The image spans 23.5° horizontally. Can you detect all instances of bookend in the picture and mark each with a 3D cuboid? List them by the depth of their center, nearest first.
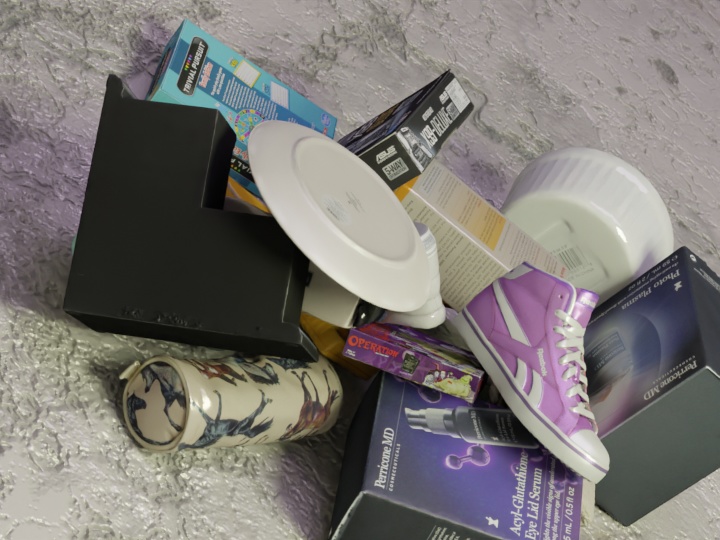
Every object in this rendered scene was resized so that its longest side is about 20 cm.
[{"bbox_3d":[-0.122,-0.042,1.416,0.197,0.202,0.092,7,-11,9],"label":"bookend"}]

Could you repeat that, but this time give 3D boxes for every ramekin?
[{"bbox_3d":[0.236,-0.024,1.905,0.200,0.201,0.098,42,39,1],"label":"ramekin"}]

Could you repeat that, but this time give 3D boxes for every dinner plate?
[{"bbox_3d":[-0.010,-0.052,1.411,0.200,0.024,0.201,35,29,-22],"label":"dinner plate"}]

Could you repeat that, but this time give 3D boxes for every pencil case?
[{"bbox_3d":[-0.109,0.106,1.464,0.199,0.078,0.089,-1,39,-49],"label":"pencil case"}]

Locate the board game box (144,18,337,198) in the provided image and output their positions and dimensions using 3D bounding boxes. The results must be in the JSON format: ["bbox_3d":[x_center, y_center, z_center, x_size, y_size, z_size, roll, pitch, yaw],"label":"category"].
[{"bbox_3d":[-0.124,-0.158,1.805,0.199,0.047,0.151,32,33,-15],"label":"board game box"}]

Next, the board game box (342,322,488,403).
[{"bbox_3d":[0.055,0.077,1.537,0.119,0.033,0.200,16,3,6],"label":"board game box"}]

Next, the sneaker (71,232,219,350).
[{"bbox_3d":[-0.147,0.017,1.508,0.199,0.078,0.140,12,28,-39],"label":"sneaker"}]

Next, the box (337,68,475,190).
[{"bbox_3d":[0.017,-0.113,1.716,0.050,0.157,0.200,55,29,-10],"label":"box"}]

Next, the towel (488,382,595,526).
[{"bbox_3d":[0.171,0.135,1.615,0.200,0.034,0.133,55,30,-36],"label":"towel"}]

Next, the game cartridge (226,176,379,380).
[{"bbox_3d":[-0.061,0.010,1.613,0.201,0.032,0.176,55,5,19],"label":"game cartridge"}]

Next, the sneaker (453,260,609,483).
[{"bbox_3d":[0.171,0.076,1.470,0.201,0.114,0.073,55,12,27],"label":"sneaker"}]

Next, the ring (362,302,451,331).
[{"bbox_3d":[0.096,0.065,1.732,0.199,0.019,0.201,16,18,-6],"label":"ring"}]

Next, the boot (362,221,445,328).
[{"bbox_3d":[0.000,0.000,1.579,0.073,0.096,0.199,-25,25,-30],"label":"boot"}]

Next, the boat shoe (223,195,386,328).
[{"bbox_3d":[-0.060,-0.005,1.492,0.199,0.075,0.093,28,8,19],"label":"boat shoe"}]

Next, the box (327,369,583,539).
[{"bbox_3d":[0.083,0.195,1.483,0.198,0.105,0.149,19,43,-8],"label":"box"}]

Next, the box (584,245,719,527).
[{"bbox_3d":[0.303,0.117,1.779,0.123,0.200,0.199,38,29,-25],"label":"box"}]

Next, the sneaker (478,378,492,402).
[{"bbox_3d":[0.118,0.123,1.723,0.199,0.071,0.080,-3,29,-45],"label":"sneaker"}]

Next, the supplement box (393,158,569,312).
[{"bbox_3d":[0.107,-0.017,1.725,0.200,0.074,0.126,39,22,-2],"label":"supplement box"}]
